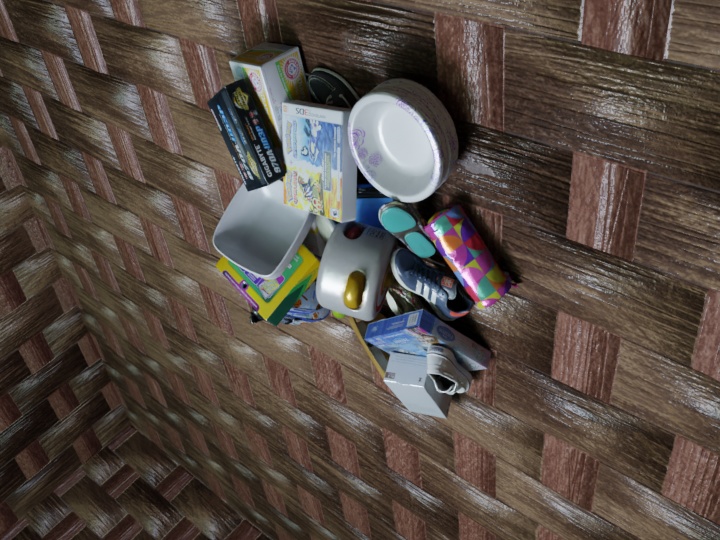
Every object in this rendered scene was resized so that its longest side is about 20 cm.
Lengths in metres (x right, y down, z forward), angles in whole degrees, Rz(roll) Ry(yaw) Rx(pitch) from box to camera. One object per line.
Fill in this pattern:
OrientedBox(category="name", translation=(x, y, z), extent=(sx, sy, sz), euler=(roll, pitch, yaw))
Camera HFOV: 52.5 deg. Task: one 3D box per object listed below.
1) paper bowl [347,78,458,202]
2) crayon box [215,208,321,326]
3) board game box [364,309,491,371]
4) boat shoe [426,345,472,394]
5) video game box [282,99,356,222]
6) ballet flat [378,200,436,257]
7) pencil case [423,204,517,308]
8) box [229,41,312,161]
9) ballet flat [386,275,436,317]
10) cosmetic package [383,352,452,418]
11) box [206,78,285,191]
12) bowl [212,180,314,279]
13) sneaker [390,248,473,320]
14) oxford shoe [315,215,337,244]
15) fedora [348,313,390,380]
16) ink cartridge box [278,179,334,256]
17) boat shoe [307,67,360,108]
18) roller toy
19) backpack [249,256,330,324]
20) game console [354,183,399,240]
OrientedBox(category="paper bowl", translation=(0.081, -0.231, 1.264), extent=(0.198, 0.104, 0.204), euler=(26, 138, 26))
OrientedBox(category="crayon box", translation=(-0.200, -0.010, 1.614), extent=(0.199, 0.173, 0.058), euler=(42, 180, 28))
OrientedBox(category="board game box", translation=(0.140, 0.159, 1.548), extent=(0.196, 0.044, 0.198), euler=(30, 154, -24))
OrientedBox(category="boat shoe", translation=(0.182, 0.224, 1.515), extent=(0.070, 0.067, 0.201), euler=(6, 154, 23))
OrientedBox(category="video game box", translation=(-0.079, -0.210, 1.379), extent=(0.180, 0.046, 0.206), euler=(21, 117, 46))
OrientedBox(category="ballet flat", translation=(0.086, -0.094, 1.375), extent=(0.071, 0.073, 0.200), euler=(20, 167, 36))
OrientedBox(category="pencil case", translation=(0.201, -0.027, 1.346), extent=(0.202, 0.088, 0.088), euler=(53, 146, -6))
OrientedBox(category="box", translation=(-0.168, -0.337, 1.459), extent=(0.111, 0.101, 0.204), euler=(22, 137, 43))
OrientedBox(category="ballet flat", translation=(0.108, 0.092, 1.581), extent=(0.201, 0.064, 0.076), euler=(50, 146, 1))
OrientedBox(category="cosmetic package", translation=(0.132, 0.256, 1.618), extent=(0.099, 0.076, 0.201), euler=(6, 152, 24))
OrientedBox(category="box", translation=(-0.231, -0.266, 1.465), extent=(0.158, 0.045, 0.204), euler=(4, 120, 66))
OrientedBox(category="bowl", translation=(-0.200, -0.089, 1.567), extent=(0.197, 0.203, 0.075), euler=(28, 173, 27))
OrientedBox(category="sneaker", translation=(0.147, 0.021, 1.438), extent=(0.199, 0.076, 0.084), euler=(38, 151, -23))
OrientedBox(category="oxford shoe", translation=(-0.033, -0.055, 1.603), extent=(0.202, 0.058, 0.075), euler=(56, 161, -22))
OrientedBox(category="fedora", translation=(0.048, 0.168, 1.681), extent=(0.203, 0.081, 0.201), euler=(59, 178, 3))
OrientedBox(category="ink cartridge box", translation=(-0.120, -0.111, 1.653), extent=(0.115, 0.067, 0.204), euler=(20, 136, 37))
OrientedBox(category="boat shoe", translation=(-0.035, -0.302, 1.379), extent=(0.200, 0.060, 0.074), euler=(46, 146, 8))
OrientedBox(category="roller toy", translation=(0.000, 0.000, 1.470), extent=(0.136, 0.187, 0.201), euler=(16, 165, 10))
OrientedBox(category="backpack", translation=(-0.150, 0.037, 1.721), extent=(0.152, 0.188, 0.206), euler=(-5, 74, 48))
OrientedBox(category="game console", translation=(0.000, -0.114, 1.474), extent=(0.197, 0.168, 0.122), euler=(3, 99, 47))
